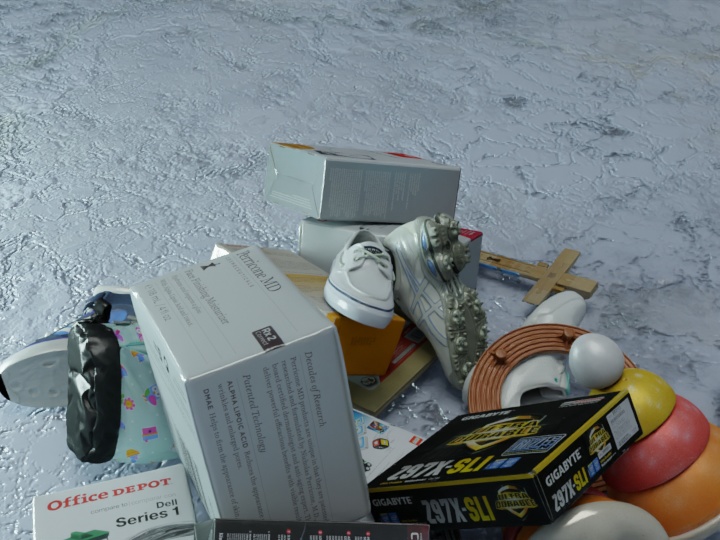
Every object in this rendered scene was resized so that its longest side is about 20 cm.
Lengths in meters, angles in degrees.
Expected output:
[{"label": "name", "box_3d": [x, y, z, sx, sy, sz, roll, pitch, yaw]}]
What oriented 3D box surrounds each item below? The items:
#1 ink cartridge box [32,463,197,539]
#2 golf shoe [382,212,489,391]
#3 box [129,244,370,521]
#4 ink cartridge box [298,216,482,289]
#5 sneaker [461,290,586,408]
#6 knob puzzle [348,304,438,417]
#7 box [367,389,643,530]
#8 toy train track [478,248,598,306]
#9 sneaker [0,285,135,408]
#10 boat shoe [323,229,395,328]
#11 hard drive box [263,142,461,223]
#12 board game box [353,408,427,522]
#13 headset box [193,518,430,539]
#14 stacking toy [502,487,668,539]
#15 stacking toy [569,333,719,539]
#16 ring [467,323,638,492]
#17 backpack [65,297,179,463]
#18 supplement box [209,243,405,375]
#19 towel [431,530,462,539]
[{"label": "ink cartridge box", "box_3d": [-0.205, 0.277, 0.866, 0.145, 0.085, 0.200, -11, 37, -13]}, {"label": "golf shoe", "box_3d": [0.083, 0.039, 1.128, 0.097, 0.201, 0.078, -11, 1, 37]}, {"label": "box", "box_3d": [-0.100, 0.113, 0.886, 0.130, 0.201, 0.199, -19, 28, -18]}, {"label": "ink cartridge box", "box_3d": [0.037, -0.017, 1.238, 0.199, 0.084, 0.145, 10, 13, 17]}, {"label": "sneaker", "box_3d": [0.207, 0.104, 1.117, 0.088, 0.075, 0.200, 31, 56, 31]}, {"label": "knob puzzle", "box_3d": [-0.011, 0.089, 1.173, 0.218, 0.031, 0.220, -1, 36, 1]}, {"label": "box", "box_3d": [0.122, 0.168, 0.875, 0.200, 0.050, 0.159, -18, 8, 46]}, {"label": "toy train track", "box_3d": [0.210, 0.008, 1.284, 0.199, 0.033, 0.115, 18, 46, 34]}, {"label": "sneaker", "box_3d": [-0.323, 0.080, 1.167, 0.199, 0.081, 0.147, -16, 29, -14]}, {"label": "boat shoe", "box_3d": [0.000, 0.000, 1.072, 0.073, 0.067, 0.200, 18, 13, -15]}, {"label": "hard drive box", "box_3d": [0.000, -0.110, 1.270, 0.199, 0.077, 0.156, 1, 13, -33]}, {"label": "board game box", "box_3d": [-0.023, 0.212, 0.948, 0.126, 0.035, 0.200, 19, 37, 28]}, {"label": "headset box", "box_3d": [-0.029, 0.273, 0.777, 0.199, 0.075, 0.149, 6, 72, -20]}, {"label": "stacking toy", "box_3d": [0.171, 0.227, 0.893, 0.145, 0.147, 0.200, -9, 22, -10]}, {"label": "stacking toy", "box_3d": [0.257, 0.140, 0.917, 0.146, 0.200, 0.146, -32, 14, 9]}, {"label": "ring", "box_3d": [0.212, 0.139, 1.044, 0.199, 0.019, 0.201, 2, 55, -2]}, {"label": "backpack", "box_3d": [-0.196, 0.123, 1.034, 0.199, 0.168, 0.127, -2, 25, -29]}, {"label": "supplement box", "box_3d": [-0.068, 0.043, 1.110, 0.200, 0.074, 0.126, 30, 16, 37]}, {"label": "towel", "box_3d": [-0.003, 0.258, 0.928, 0.199, 0.035, 0.193, -7, 36, -6]}]
